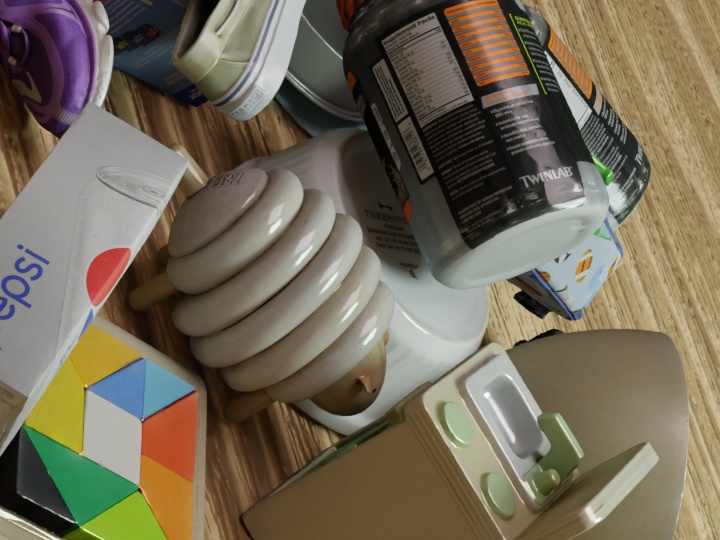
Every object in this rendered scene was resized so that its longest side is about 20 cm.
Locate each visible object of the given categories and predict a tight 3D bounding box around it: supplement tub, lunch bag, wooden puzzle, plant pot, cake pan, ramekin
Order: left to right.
[{"bbox_3d":[-0.144,0.092,1.362,0.185,0.037,0.200,34,36,-39],"label":"wooden puzzle"},{"bbox_3d":[-0.029,-0.201,1.788,0.200,0.037,0.200,39,34,-33],"label":"cake pan"},{"bbox_3d":[0.000,0.000,1.629,0.202,0.094,0.203,39,34,-33],"label":"ramekin"},{"bbox_3d":[0.066,-0.101,1.588,0.122,0.122,0.200,4,60,-58],"label":"supplement tub"},{"bbox_3d":[0.095,-0.047,1.766,0.160,0.076,0.200,34,-9,28],"label":"lunch bag"},{"bbox_3d":[0.120,-0.116,1.900,0.200,0.122,0.123,49,29,-24],"label":"supplement tub"},{"bbox_3d":[0.115,0.128,1.628,0.134,0.200,0.201,10,45,-11],"label":"plant pot"}]

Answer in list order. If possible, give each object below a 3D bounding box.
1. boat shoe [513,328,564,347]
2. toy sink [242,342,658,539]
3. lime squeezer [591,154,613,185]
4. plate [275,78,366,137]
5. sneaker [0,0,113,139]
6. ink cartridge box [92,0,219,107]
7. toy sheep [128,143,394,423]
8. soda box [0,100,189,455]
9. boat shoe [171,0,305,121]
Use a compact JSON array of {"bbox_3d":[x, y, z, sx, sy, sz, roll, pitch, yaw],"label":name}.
[{"bbox_3d":[0.161,0.138,1.795,0.074,0.060,0.200,-1,64,-60],"label":"boat shoe"},{"bbox_3d":[0.052,0.123,1.482,0.112,0.200,0.130,59,28,-1],"label":"toy sink"},{"bbox_3d":[0.089,-0.129,1.712,0.200,0.038,0.071,33,2,21],"label":"lime squeezer"},{"bbox_3d":[-0.027,-0.170,1.828,0.200,0.026,0.200,39,33,-32],"label":"plate"},{"bbox_3d":[-0.216,-0.159,1.475,0.083,0.081,0.200,-9,61,-47],"label":"sneaker"},{"bbox_3d":[-0.135,-0.196,1.617,0.200,0.076,0.137,23,45,-46],"label":"ink cartridge box"},{"bbox_3d":[-0.056,0.008,1.484,0.200,0.138,0.138,48,29,-19],"label":"toy sheep"},{"bbox_3d":[-0.166,0.002,1.320,0.068,0.063,0.200,32,46,-1],"label":"soda box"},{"bbox_3d":[-0.071,-0.179,1.557,0.062,0.072,0.200,38,36,-27],"label":"boat shoe"}]
